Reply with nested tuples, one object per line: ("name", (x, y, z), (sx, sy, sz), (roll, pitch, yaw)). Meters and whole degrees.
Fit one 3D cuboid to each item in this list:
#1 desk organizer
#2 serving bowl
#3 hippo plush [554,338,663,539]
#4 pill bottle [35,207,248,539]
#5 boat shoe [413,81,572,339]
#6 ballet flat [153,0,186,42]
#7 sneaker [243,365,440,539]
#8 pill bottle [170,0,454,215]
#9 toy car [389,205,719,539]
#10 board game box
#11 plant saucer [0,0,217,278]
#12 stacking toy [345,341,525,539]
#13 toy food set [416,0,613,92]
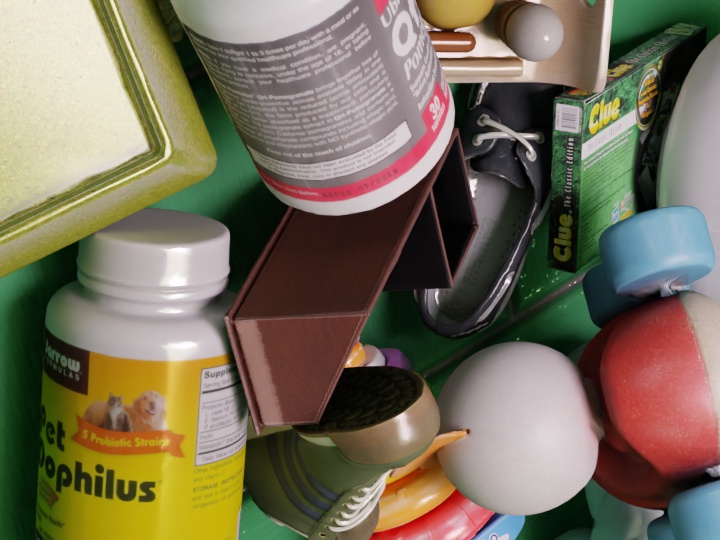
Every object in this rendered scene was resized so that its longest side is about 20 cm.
("desk organizer", (0.000, 0.000, 1.240), (0.200, 0.077, 0.072), (-63, 145, -54))
("serving bowl", (0.225, -0.060, 1.428), (0.200, 0.066, 0.201), (8, 90, -67))
("hippo plush", (0.162, 0.122, 1.470), (0.200, 0.159, 0.161), (-18, 88, -45))
("pill bottle", (-0.113, 0.073, 1.218), (0.109, 0.109, 0.201), (-8, 110, -38))
("boat shoe", (0.083, -0.055, 1.350), (0.060, 0.075, 0.201), (-19, 123, -79))
("ballet flat", (-0.110, -0.212, 1.156), (0.070, 0.071, 0.201), (-9, 109, -37))
("sneaker", (-0.008, 0.104, 1.245), (0.067, 0.200, 0.090), (-34, 106, -28))
("pill bottle", (-0.031, -0.129, 1.142), (0.111, 0.111, 0.200), (-46, 141, -18))
("toy car", (0.110, 0.085, 1.291), (0.199, 0.177, 0.185), (-12, 77, -3))
("board game box", (0.163, -0.078, 1.401), (0.200, 0.023, 0.105), (-32, 130, -56))
("plant saucer", (-0.179, -0.090, 1.103), (0.199, 0.048, 0.200), (-27, 113, -16))
("stacking toy", (0.006, 0.084, 1.340), (0.116, 0.110, 0.201), (-35, 113, -25))
("toy food set", (0.043, -0.166, 1.264), (0.199, 0.060, 0.144), (-2, 107, -17))
